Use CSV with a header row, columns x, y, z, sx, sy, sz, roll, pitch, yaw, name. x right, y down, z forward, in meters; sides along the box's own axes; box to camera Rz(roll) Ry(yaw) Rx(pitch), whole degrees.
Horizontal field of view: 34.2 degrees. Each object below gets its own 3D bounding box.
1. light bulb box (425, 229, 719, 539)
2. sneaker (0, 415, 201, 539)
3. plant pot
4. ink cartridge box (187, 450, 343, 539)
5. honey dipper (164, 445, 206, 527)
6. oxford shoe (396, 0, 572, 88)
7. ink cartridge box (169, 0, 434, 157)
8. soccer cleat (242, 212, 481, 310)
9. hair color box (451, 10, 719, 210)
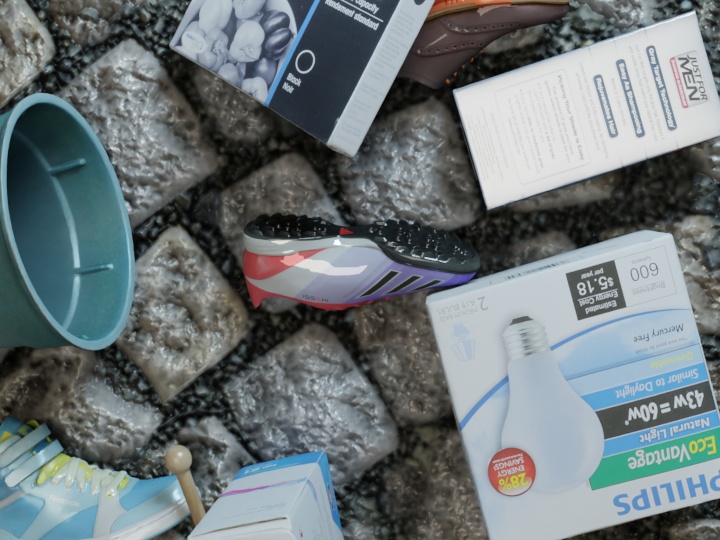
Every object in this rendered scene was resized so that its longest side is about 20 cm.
x,y,z,sx,sy,sz,roll,pitch,yaw,name
0.168,0.092,0.923,0.195,0.125,0.203,-16,92,6,light bulb box
-0.242,0.176,0.989,0.197,0.080,0.133,-17,94,5,sneaker
-0.312,-0.018,0.931,0.193,0.200,0.204,-12,93,13,plant pot
-0.063,0.241,0.916,0.083,0.200,0.147,-11,93,5,ink cartridge box
-0.123,0.231,0.973,0.037,0.038,0.203,-13,111,6,honey dipper
0.076,-0.190,0.945,0.196,0.071,0.074,-7,111,12,oxford shoe
-0.035,-0.221,0.915,0.197,0.043,0.202,33,97,32,ink cartridge box
0.000,0.000,0.967,0.196,0.068,0.074,5,113,4,soccer cleat
0.180,-0.126,0.936,0.197,0.061,0.102,-17,93,7,hair color box
